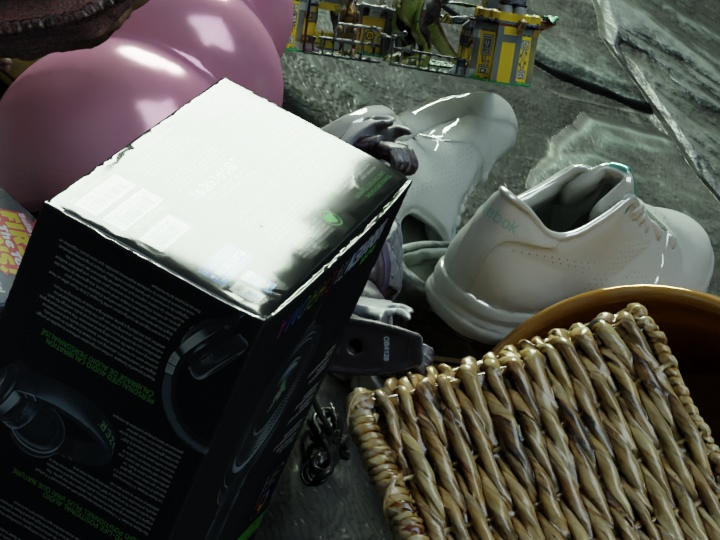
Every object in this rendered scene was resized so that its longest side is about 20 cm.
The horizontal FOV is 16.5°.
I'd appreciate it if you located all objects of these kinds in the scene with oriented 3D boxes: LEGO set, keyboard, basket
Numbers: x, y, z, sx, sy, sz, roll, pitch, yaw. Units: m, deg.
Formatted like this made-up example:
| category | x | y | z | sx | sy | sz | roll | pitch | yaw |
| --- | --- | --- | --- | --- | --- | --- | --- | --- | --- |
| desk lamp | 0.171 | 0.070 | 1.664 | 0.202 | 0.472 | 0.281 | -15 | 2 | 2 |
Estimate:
| category | x | y | z | sx | sy | sz | roll | pitch | yaw |
| --- | --- | --- | --- | --- | --- | --- | --- | --- | --- |
| LEGO set | 0.017 | -0.176 | 1.399 | 0.198 | 0.117 | 0.154 | 9 | 7 | 2 |
| keyboard | -0.034 | 0.039 | 1.136 | 0.200 | 0.020 | 0.128 | -62 | 133 | -81 |
| basket | 0.080 | 0.140 | 1.031 | 0.148 | 0.143 | 0.201 | -17 | 64 | -18 |

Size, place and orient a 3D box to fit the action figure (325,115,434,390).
| category | x | y | z | sx | sy | sz | roll | pitch | yaw |
| --- | --- | --- | --- | --- | --- | --- | --- | --- | --- |
| action figure | 0.000 | 0.000 | 1.120 | 0.200 | 0.069 | 0.131 | -49 | 127 | -80 |

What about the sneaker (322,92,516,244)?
| category | x | y | z | sx | sy | sz | roll | pitch | yaw |
| --- | --- | --- | --- | --- | --- | --- | --- | --- | --- |
| sneaker | 0.035 | -0.045 | 1.381 | 0.200 | 0.075 | 0.089 | -16 | 79 | -58 |

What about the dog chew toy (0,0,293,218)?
| category | x | y | z | sx | sy | sz | roll | pitch | yaw |
| --- | --- | --- | --- | --- | --- | --- | --- | --- | --- |
| dog chew toy | -0.091 | -0.080 | 1.150 | 0.124 | 0.124 | 0.201 | 36 | 53 | -12 |

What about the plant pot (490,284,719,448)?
| category | x | y | z | sx | sy | sz | roll | pitch | yaw |
| --- | --- | --- | --- | --- | --- | --- | --- | --- | --- |
| plant pot | 0.153 | 0.108 | 1.209 | 0.200 | 0.200 | 0.183 | 49 | 12 | 12 |

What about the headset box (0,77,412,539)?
| category | x | y | z | sx | sy | sz | roll | pitch | yaw |
| --- | --- | --- | --- | --- | --- | --- | --- | --- | --- |
| headset box | -0.080 | 0.052 | 0.952 | 0.092 | 0.201 | 0.174 | 28 | 25 | 8 |

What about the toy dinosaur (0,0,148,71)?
| category | x | y | z | sx | sy | sz | roll | pitch | yaw |
| --- | --- | --- | --- | --- | --- | --- | --- | --- | --- |
| toy dinosaur | -0.143 | -0.111 | 1.016 | 0.136 | 0.199 | 0.086 | -62 | 133 | -63 |

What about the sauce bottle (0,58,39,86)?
| category | x | y | z | sx | sy | sz | roll | pitch | yaw |
| --- | --- | --- | --- | --- | --- | --- | --- | --- | --- |
| sauce bottle | -0.106 | -0.076 | 1.241 | 0.200 | 0.066 | 0.066 | 39 | 27 | -12 |

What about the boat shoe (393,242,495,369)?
| category | x | y | z | sx | sy | sz | roll | pitch | yaw |
| --- | --- | --- | --- | --- | --- | --- | --- | --- | --- |
| boat shoe | 0.068 | 0.020 | 1.302 | 0.199 | 0.071 | 0.072 | -6 | 53 | -53 |

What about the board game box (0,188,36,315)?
| category | x | y | z | sx | sy | sz | roll | pitch | yaw |
| --- | --- | --- | --- | --- | --- | --- | --- | --- | --- |
| board game box | -0.209 | -0.020 | 1.020 | 0.199 | 0.062 | 0.201 | 12 | 39 | -48 |

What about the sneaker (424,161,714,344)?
| category | x | y | z | sx | sy | sz | roll | pitch | yaw |
| --- | --- | --- | --- | --- | --- | --- | --- | --- | --- |
| sneaker | 0.123 | -0.018 | 1.238 | 0.199 | 0.089 | 0.075 | -11 | 43 | -47 |
